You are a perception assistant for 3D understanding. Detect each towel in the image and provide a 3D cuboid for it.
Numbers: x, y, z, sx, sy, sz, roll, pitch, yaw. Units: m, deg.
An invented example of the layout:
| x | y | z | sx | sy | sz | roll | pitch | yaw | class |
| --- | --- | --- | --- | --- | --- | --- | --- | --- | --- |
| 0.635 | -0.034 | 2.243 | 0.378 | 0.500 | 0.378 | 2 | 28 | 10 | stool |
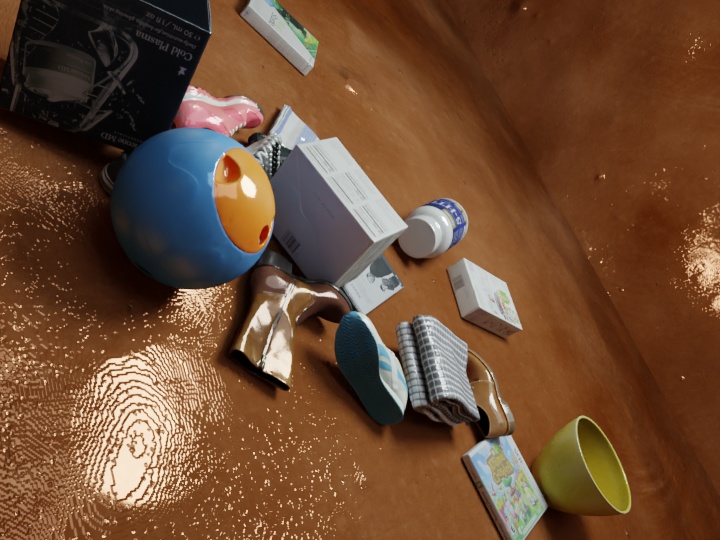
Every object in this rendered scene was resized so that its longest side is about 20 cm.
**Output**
| x | y | z | sx | sy | sz | roll | pitch | yaw | class |
| --- | --- | --- | --- | --- | --- | --- | --- | --- | --- |
| 0.146 | 0.185 | 1.120 | 0.200 | 0.085 | 0.166 | 39 | 32 | -53 | towel |
| -0.102 | -0.241 | 1.272 | 0.200 | 0.024 | 0.147 | 43 | 30 | -20 | towel |

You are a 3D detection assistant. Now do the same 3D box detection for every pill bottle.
| x | y | z | sx | sy | sz | roll | pitch | yaw | class |
| --- | --- | --- | --- | --- | --- | --- | --- | --- | --- |
| 0.164 | -0.094 | 1.425 | 0.120 | 0.119 | 0.200 | 57 | 30 | 2 | pill bottle |

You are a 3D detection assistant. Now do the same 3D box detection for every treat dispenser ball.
| x | y | z | sx | sy | sz | roll | pitch | yaw | class |
| --- | --- | --- | --- | --- | --- | --- | --- | --- | --- |
| -0.208 | -0.077 | 0.782 | 0.201 | 0.201 | 0.202 | 36 | 35 | -31 | treat dispenser ball |

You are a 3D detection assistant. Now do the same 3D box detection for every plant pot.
| x | y | z | sx | sy | sz | roll | pitch | yaw | class |
| --- | --- | --- | --- | --- | --- | --- | --- | --- | --- |
| 0.446 | 0.426 | 1.300 | 0.200 | 0.142 | 0.201 | 37 | 35 | -31 | plant pot |

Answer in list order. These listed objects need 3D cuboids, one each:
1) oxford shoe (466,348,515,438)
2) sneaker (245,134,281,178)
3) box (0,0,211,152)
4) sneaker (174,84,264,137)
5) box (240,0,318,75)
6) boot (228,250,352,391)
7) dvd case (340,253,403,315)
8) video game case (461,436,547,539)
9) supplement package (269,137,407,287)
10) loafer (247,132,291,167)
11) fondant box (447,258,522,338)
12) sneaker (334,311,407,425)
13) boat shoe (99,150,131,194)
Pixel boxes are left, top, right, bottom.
| x | y | z | sx | sy | sz | roll | pitch | yaw | class |
| --- | --- | --- | --- | --- | --- | --- | --- | --- | --- |
| 0.235 | 0.243 | 1.254 | 0.071 | 0.071 | 0.201 | -5 | 52 | -28 | oxford shoe |
| -0.189 | -0.176 | 1.024 | 0.081 | 0.075 | 0.200 | 17 | 38 | 9 | sneaker |
| -0.316 | -0.276 | 0.774 | 0.199 | 0.197 | 0.124 | 17 | 37 | -29 | box |
| -0.242 | -0.249 | 1.056 | 0.200 | 0.073 | 0.087 | -7 | 80 | -53 | sneaker |
| -0.186 | -0.570 | 1.467 | 0.200 | 0.036 | 0.145 | 39 | 34 | -29 | box |
| -0.093 | 0.086 | 0.926 | 0.188 | 0.068 | 0.201 | 40 | 35 | -30 | boot |
| 0.000 | 0.000 | 1.188 | 0.151 | 0.025 | 0.200 | 57 | 30 | 2 | dvd case |
| 0.284 | 0.411 | 1.200 | 0.200 | 0.022 | 0.183 | -7 | 67 | -57 | video game case |
| -0.053 | -0.090 | 1.034 | 0.200 | 0.156 | 0.111 | 52 | 37 | 9 | supplement package |
| -0.120 | -0.197 | 1.159 | 0.200 | 0.070 | 0.068 | 35 | 36 | -31 | loafer |
| 0.308 | 0.071 | 1.534 | 0.199 | 0.058 | 0.145 | 25 | 42 | -41 | fondant box |
| 0.018 | 0.149 | 1.001 | 0.081 | 0.076 | 0.201 | -63 | 136 | -59 | sneaker |
| -0.285 | -0.155 | 0.892 | 0.069 | 0.057 | 0.200 | 52 | 30 | -6 | boat shoe |
